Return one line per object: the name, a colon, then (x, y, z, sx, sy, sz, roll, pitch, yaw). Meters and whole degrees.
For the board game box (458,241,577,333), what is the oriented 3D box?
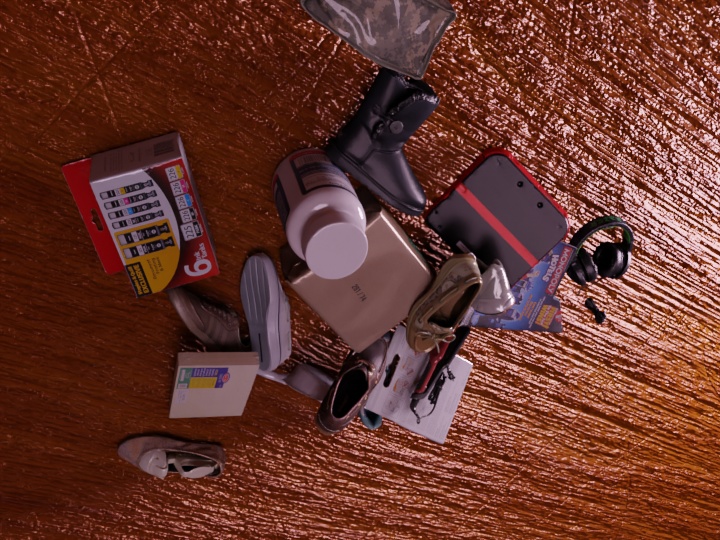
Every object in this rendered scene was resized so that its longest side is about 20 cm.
board game box: (0.289, 0.026, 1.393, 0.196, 0.062, 0.203, 18, 106, -19)

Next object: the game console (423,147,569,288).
game console: (0.229, -0.082, 1.296, 0.200, 0.031, 0.177, 43, 109, -11)

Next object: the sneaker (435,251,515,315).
sneaker: (0.164, 0.012, 1.307, 0.075, 0.197, 0.094, -33, 117, -46)

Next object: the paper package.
paper package: (0.000, 0.000, 1.269, 0.189, 0.104, 0.200, -36, 126, 8)

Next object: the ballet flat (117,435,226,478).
ballet flat: (-0.335, 0.340, 1.409, 0.196, 0.068, 0.069, 7, 121, -22)

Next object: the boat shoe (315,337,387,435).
boat shoe: (-0.005, 0.181, 1.297, 0.070, 0.202, 0.071, 30, 145, 0)

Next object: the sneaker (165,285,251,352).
sneaker: (-0.240, 0.076, 1.273, 0.075, 0.070, 0.201, -37, 134, -8)

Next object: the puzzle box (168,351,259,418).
puzzle box: (-0.249, 0.194, 1.318, 0.130, 0.026, 0.201, 2, 146, -18)

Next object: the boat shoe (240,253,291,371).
boat shoe: (-0.150, 0.063, 1.290, 0.066, 0.073, 0.204, -26, 125, -48)

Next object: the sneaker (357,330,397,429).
sneaker: (0.036, 0.201, 1.426, 0.076, 0.087, 0.203, -2, 123, -16)

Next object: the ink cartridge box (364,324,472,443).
ink cartridge box: (0.101, 0.207, 1.434, 0.198, 0.047, 0.163, 29, 80, -30)

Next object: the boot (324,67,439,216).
boot: (0.067, -0.192, 1.176, 0.198, 0.077, 0.169, 32, 113, -26)

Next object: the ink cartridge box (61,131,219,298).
ink cartridge box: (-0.313, -0.071, 1.128, 0.172, 0.084, 0.203, -17, 127, -6)

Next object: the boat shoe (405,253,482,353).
boat shoe: (0.130, 0.066, 1.250, 0.072, 0.063, 0.202, 5, 129, -24)

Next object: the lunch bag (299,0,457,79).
lunch bag: (-0.001, -0.354, 0.990, 0.197, 0.165, 0.119, 15, 123, -27)

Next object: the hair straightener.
hair straightener: (0.148, 0.186, 1.406, 0.077, 0.041, 0.203, 37, 70, -31)

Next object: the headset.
headset: (0.431, -0.002, 1.415, 0.121, 0.095, 0.203, -11, 133, -10)

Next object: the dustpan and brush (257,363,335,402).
dustpan and brush: (-0.105, 0.195, 1.376, 0.198, 0.140, 0.058, 32, 90, -3)

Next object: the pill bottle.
pill bottle: (-0.057, -0.080, 1.134, 0.117, 0.201, 0.122, -8, 126, -12)
